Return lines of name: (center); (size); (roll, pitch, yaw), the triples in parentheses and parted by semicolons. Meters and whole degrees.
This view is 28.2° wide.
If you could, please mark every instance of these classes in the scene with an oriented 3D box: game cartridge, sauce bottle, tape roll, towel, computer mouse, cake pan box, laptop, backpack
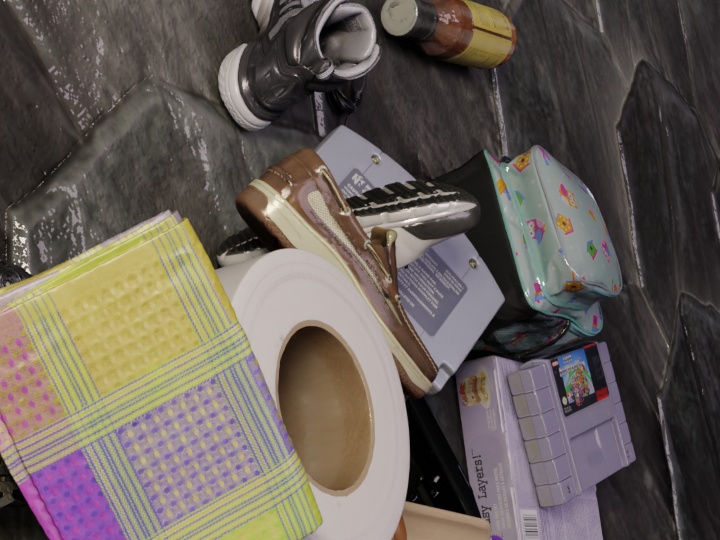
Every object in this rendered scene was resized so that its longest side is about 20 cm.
game cartridge: (0.205, 0.139, 1.365); (0.199, 0.038, 0.131); (-10, 89, -60)
sauce bottle: (0.086, -0.239, 1.406); (0.199, 0.066, 0.067); (3, 74, -59)
tape roll: (-0.076, 0.100, 0.908); (0.202, 0.138, 0.205); (33, 50, -49)
towel: (-0.117, 0.081, 0.763); (0.143, 0.023, 0.201); (-28, 100, -14)
computer mouse: (-0.005, -0.108, 1.224); (0.059, 0.034, 0.202); (37, 46, -44)
cake pan box: (0.163, 0.189, 1.350); (0.184, 0.052, 0.202); (12, 66, -54)
laptop: (0.024, 0.178, 1.165); (0.200, 0.103, 0.178); (-41, 113, -30)
backpack: (0.154, -0.011, 1.328); (0.200, 0.152, 0.177); (34, 36, -62)
game cartridge: (0.022, -0.013, 1.145); (0.200, 0.041, 0.133); (47, 46, -7)

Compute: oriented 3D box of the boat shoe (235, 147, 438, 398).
boat shoe: (0.003, 0.001, 0.994); (0.075, 0.075, 0.203); (-45, 118, -13)

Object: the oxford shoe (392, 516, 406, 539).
oxford shoe: (0.006, 0.122, 1.030); (0.071, 0.072, 0.201); (2, 48, -24)

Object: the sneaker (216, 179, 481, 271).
sneaker: (-0.004, -0.010, 1.064); (0.074, 0.198, 0.081); (-124, -162, -72)

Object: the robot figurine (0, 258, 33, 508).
robot figurine: (-0.231, 0.062, 0.750); (0.199, 0.058, 0.147); (-5, 81, -59)

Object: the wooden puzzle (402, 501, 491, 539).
wooden puzzle: (0.024, 0.273, 1.060); (0.184, 0.037, 0.202); (18, 65, -35)

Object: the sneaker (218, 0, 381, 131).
sneaker: (-0.033, -0.191, 1.138); (0.076, 0.113, 0.201); (55, 35, -29)
